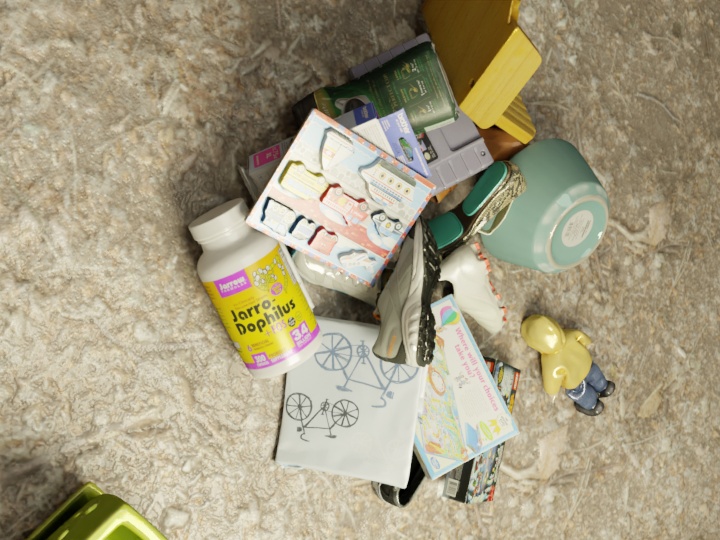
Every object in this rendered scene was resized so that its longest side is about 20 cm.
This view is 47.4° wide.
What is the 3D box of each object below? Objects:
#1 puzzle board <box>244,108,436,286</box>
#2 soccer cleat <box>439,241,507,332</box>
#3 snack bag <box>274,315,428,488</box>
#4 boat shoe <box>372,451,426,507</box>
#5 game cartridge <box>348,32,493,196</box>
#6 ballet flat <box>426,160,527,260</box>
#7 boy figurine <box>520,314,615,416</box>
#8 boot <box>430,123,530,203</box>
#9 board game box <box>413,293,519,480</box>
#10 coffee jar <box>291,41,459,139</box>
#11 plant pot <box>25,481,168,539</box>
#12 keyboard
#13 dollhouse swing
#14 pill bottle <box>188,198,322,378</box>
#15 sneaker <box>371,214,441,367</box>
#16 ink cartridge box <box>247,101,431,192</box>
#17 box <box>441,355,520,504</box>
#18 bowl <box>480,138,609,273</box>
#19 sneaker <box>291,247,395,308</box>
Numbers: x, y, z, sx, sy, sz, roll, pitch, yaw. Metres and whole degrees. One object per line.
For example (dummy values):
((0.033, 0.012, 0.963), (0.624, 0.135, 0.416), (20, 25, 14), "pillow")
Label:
((-0.018, -0.078, 0.966), (0.199, 0.017, 0.152), (27, 103, -35), "puzzle board")
((0.155, 0.032, 1.164), (0.077, 0.070, 0.201), (-27, 142, 3), "soccer cleat")
((-0.009, 0.167, 1.049), (0.185, 0.021, 0.204), (7, 86, 12), "snack bag")
((0.090, 0.237, 1.148), (0.074, 0.068, 0.200), (46, 69, -24), "boat shoe")
((0.080, -0.204, 1.102), (0.128, 0.038, 0.202), (-28, 88, -18), "game cartridge")
((0.151, -0.065, 1.134), (0.200, 0.068, 0.075), (-42, 129, 17), "ballet flat")
((0.321, 0.147, 1.290), (0.200, 0.064, 0.125), (44, 70, -24), "boy figurine")
((0.154, -0.157, 1.168), (0.200, 0.076, 0.156), (41, 70, -24), "boot")
((0.104, 0.151, 1.077), (0.133, 0.034, 0.202), (-24, 82, -11), "board game box")
((0.017, -0.201, 1.030), (0.197, 0.085, 0.106), (-21, 101, 10), "coffee jar")
((-0.280, 0.356, 0.859), (0.200, 0.181, 0.200), (-45, 113, -22), "plant pot")
((-0.107, -0.040, 1.025), (0.011, 0.056, 0.202), (-28, 106, -12), "keyboard")
((0.198, -0.303, 1.101), (0.174, 0.182, 0.202), (10, 48, -29), "dollhouse swing")
((-0.129, 0.020, 0.985), (0.104, 0.104, 0.202), (-33, 108, -26), "pill bottle")
((0.055, 0.020, 1.022), (0.074, 0.078, 0.203), (49, 44, -54), "sneaker")
((-0.023, -0.125, 0.995), (0.197, 0.042, 0.120), (-20, 136, 11), "ink cartridge box")
((0.177, 0.230, 1.182), (0.137, 0.039, 0.203), (26, 76, -63), "box")
((0.281, -0.077, 1.188), (0.198, 0.105, 0.203), (-18, 129, -23), "bowl")
((0.000, 0.000, 1.076), (0.198, 0.080, 0.078), (24, 79, -30), "sneaker")
